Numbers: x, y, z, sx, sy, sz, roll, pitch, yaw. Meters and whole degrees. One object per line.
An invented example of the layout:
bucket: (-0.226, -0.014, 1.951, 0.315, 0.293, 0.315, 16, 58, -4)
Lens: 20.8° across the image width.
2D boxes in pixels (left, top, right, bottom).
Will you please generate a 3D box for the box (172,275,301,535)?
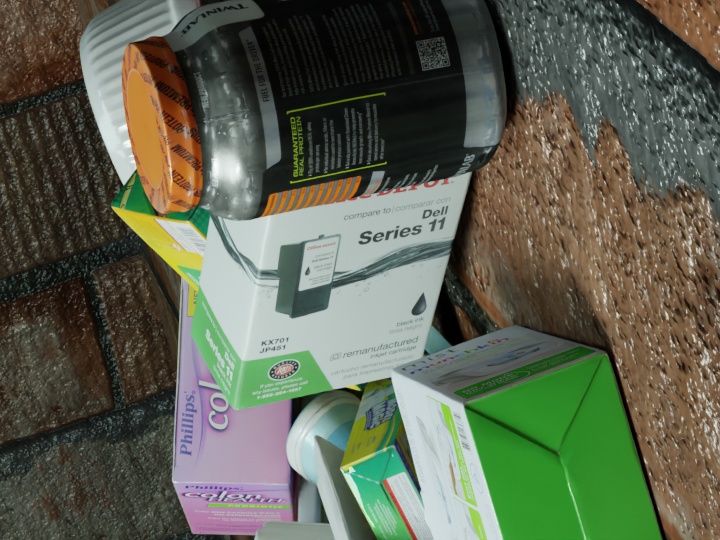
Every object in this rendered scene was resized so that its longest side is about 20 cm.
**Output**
box: (-0.100, 0.117, 1.658, 0.200, 0.096, 0.178, 88, -177, -70)

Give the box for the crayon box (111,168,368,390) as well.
crayon box: (-0.075, 0.000, 1.428, 0.200, 0.058, 0.118, 46, 161, -30)

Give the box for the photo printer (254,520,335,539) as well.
photo printer: (0.020, 0.266, 1.532, 0.167, 0.198, 0.070, 88, -173, -49)

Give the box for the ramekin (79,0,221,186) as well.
ramekin: (-0.139, -0.127, 1.525, 0.200, 0.104, 0.202, -21, -90, -84)

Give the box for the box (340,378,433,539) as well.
box: (0.042, 0.140, 1.412, 0.118, 0.048, 0.200, 62, -167, -15)

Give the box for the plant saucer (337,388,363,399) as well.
plant saucer: (-0.005, 0.040, 1.657, 0.200, 0.047, 0.201, 91, 158, -60)

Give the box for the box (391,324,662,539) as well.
box: (0.103, 0.148, 1.172, 0.176, 0.096, 0.202, -167, 59, -78)

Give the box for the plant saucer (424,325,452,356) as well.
plant saucer: (0.000, 0.000, 1.412, 0.200, 0.019, 0.070, 45, 177, -18)

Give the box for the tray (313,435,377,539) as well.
tray: (0.017, 0.213, 1.353, 0.107, 0.022, 0.201, 36, -154, -46)

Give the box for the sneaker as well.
sneaker: (0.024, 0.175, 1.556, 0.130, 0.080, 0.200, 35, 170, 32)

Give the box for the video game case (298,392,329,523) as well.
video game case: (-0.004, 0.224, 1.695, 0.201, 0.023, 0.182, -90, -26, -44)

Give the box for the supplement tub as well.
supplement tub: (-0.028, -0.098, 1.114, 0.122, 0.198, 0.124, 168, 90, -72)

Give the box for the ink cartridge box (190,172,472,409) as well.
ink cartridge box: (-0.020, -0.019, 1.268, 0.083, 0.145, 0.201, 58, 148, 39)
